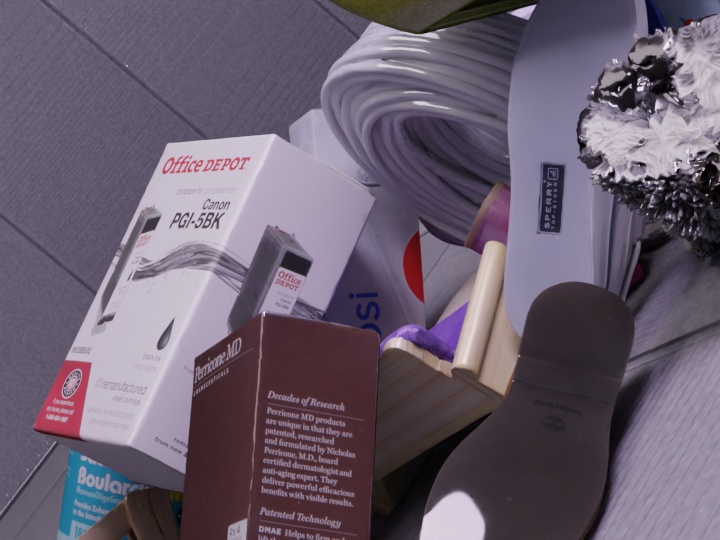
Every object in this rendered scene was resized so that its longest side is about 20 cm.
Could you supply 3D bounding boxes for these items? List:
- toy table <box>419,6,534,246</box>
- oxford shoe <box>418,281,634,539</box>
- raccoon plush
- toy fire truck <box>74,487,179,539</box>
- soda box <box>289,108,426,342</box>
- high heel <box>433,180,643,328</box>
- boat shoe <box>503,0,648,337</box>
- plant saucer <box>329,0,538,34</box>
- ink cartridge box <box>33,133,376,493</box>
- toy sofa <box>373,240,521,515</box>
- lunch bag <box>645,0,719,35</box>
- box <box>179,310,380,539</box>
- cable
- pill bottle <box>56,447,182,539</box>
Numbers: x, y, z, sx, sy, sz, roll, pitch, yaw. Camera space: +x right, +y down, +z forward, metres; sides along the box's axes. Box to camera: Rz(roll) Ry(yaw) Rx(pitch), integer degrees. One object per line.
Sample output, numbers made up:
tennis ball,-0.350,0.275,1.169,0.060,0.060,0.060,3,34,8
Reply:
toy table,0.091,-0.105,1.397,0.200,0.184,0.117,-34,20,-18
oxford shoe,0.079,0.098,0.968,0.071,0.071,0.200,98,-162,-46
raccoon plush,0.178,-0.023,0.973,0.097,0.134,0.200,-33,45,13
toy fire truck,-0.112,0.180,1.269,0.200,0.141,0.049,-56,6,-34
soda box,0.000,0.000,1.318,0.063,0.068,0.201,155,112,-74
high heel,0.100,0.028,1.221,0.067,0.096,0.200,-53,-12,-36
boat shoe,0.117,-0.060,1.087,0.065,0.073,0.201,-4,-72,-56
plant saucer,0.107,-0.180,1.080,0.199,0.048,0.200,-26,-3,43
ink cartridge box,-0.093,0.025,1.236,0.147,0.083,0.201,0,63,59
toy sofa,0.029,0.058,1.176,0.200,0.097,0.083,-40,26,55
lunch bag,0.199,-0.156,1.186,0.160,0.083,0.200,-29,1,-24
box,-0.044,0.132,1.073,0.100,0.075,0.201,-35,47,58
cable,0.078,-0.080,1.210,0.069,0.200,0.200,-61,12,-20
pill bottle,-0.140,0.115,1.416,0.111,0.110,0.201,-150,67,-82
